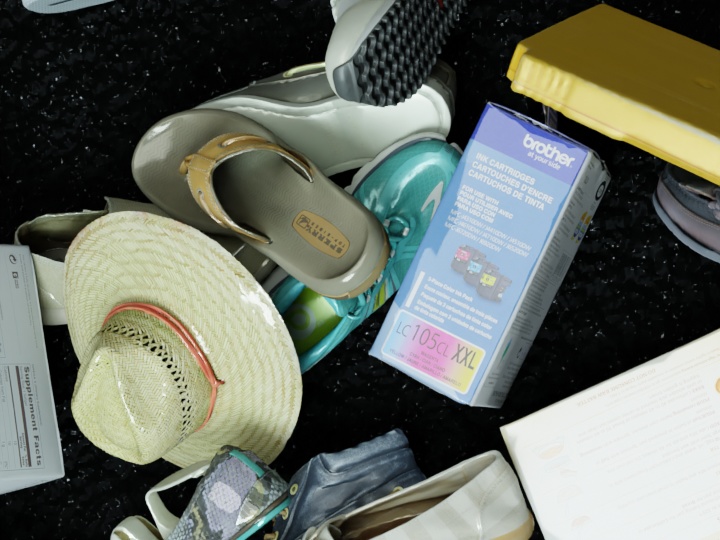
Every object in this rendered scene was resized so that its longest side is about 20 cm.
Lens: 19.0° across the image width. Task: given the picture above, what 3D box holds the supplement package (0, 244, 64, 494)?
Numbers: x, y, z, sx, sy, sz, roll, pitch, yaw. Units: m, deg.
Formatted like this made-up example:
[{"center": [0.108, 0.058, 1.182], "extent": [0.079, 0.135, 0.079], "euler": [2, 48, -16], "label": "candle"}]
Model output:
[{"center": [-0.310, 0.081, 1.409], "extent": [0.199, 0.110, 0.157], "euler": [-17, 79, 36], "label": "supplement package"}]

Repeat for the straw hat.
[{"center": [-0.136, 0.071, 1.347], "extent": [0.200, 0.085, 0.202], "euler": [20, 130, 25], "label": "straw hat"}]

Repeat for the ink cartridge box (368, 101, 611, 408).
[{"center": [0.090, -0.020, 1.322], "extent": [0.076, 0.136, 0.201], "euler": [27, 91, 12], "label": "ink cartridge box"}]

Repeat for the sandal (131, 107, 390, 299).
[{"center": [-0.067, -0.048, 1.337], "extent": [0.199, 0.054, 0.081], "euler": [32, 90, 32], "label": "sandal"}]

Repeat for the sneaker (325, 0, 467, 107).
[{"center": [0.006, -0.170, 1.361], "extent": [0.093, 0.071, 0.200], "euler": [8, 43, 24], "label": "sneaker"}]

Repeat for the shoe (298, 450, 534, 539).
[{"center": [0.005, 0.162, 1.297], "extent": [0.198, 0.070, 0.054], "euler": [-19, 115, -4], "label": "shoe"}]

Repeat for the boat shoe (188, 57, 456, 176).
[{"center": [-0.032, -0.099, 1.408], "extent": [0.200, 0.060, 0.073], "euler": [-8, 120, 18], "label": "boat shoe"}]

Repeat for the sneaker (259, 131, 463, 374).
[{"center": [0.000, 0.000, 1.367], "extent": [0.077, 0.080, 0.200], "euler": [39, 102, -10], "label": "sneaker"}]

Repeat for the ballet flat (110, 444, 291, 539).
[{"center": [-0.120, 0.174, 1.370], "extent": [0.200, 0.072, 0.072], "euler": [-46, 72, 34], "label": "ballet flat"}]

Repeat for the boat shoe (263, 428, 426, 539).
[{"center": [-0.041, 0.180, 1.376], "extent": [0.199, 0.071, 0.091], "euler": [-26, 77, 4], "label": "boat shoe"}]

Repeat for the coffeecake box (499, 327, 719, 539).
[{"center": [0.196, 0.158, 1.303], "extent": [0.153, 0.073, 0.201], "euler": [-25, 77, 12], "label": "coffeecake box"}]

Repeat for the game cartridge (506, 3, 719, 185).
[{"center": [0.200, -0.098, 1.283], "extent": [0.199, 0.176, 0.033], "euler": [25, 114, 18], "label": "game cartridge"}]

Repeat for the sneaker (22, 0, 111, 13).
[{"center": [-0.144, -0.228, 1.449], "extent": [0.198, 0.073, 0.072], "euler": [-9, 84, 15], "label": "sneaker"}]

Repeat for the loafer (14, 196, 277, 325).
[{"center": [-0.144, -0.012, 1.412], "extent": [0.198, 0.069, 0.076], "euler": [-12, 42, 16], "label": "loafer"}]

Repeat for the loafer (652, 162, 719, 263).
[{"center": [0.247, -0.028, 1.272], "extent": [0.200, 0.071, 0.063], "euler": [44, 136, 50], "label": "loafer"}]
